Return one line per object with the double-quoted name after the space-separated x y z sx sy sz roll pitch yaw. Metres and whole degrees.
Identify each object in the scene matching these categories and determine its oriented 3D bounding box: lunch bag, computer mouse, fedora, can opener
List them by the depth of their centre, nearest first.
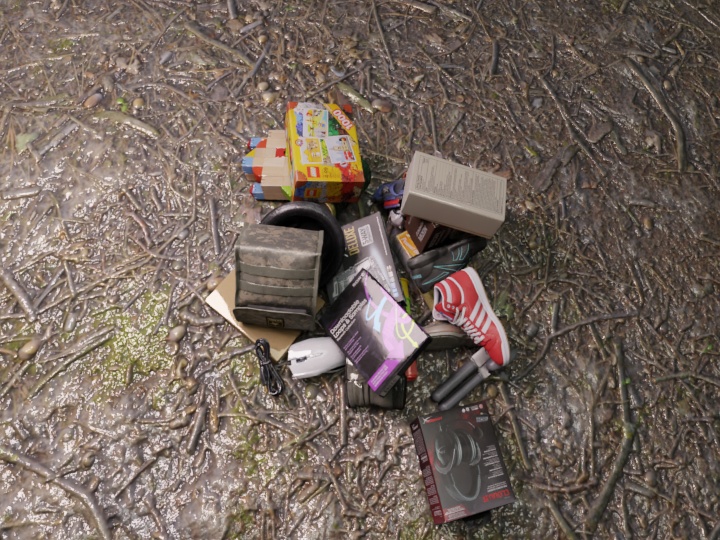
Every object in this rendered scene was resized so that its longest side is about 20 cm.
-0.156 0.029 0.993 0.157 0.207 0.119 6 30 -4 "lunch bag"
-0.104 0.169 1.025 0.193 0.044 0.114 -11 76 -21 "computer mouse"
0.228 0.209 1.060 0.197 0.066 0.054 -35 88 -13 "can opener"
-0.123 -0.056 1.069 0.192 0.208 0.092 12 22 -3 "fedora"

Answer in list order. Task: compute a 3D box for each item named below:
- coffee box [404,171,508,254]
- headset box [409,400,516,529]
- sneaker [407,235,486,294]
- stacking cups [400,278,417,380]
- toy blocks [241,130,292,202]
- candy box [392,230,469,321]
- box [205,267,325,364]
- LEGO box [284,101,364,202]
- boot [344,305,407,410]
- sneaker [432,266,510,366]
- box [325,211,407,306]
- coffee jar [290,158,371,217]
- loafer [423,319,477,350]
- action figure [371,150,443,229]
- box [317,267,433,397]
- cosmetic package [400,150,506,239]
0.205 -0.124 1.130 0.194 0.115 0.082 -21 68 -20 "coffee box"
0.190 0.367 0.980 0.143 0.078 0.207 -8 65 -13 "headset box"
0.189 -0.017 1.109 0.194 0.075 0.082 -21 92 -19 "sneaker"
0.083 0.124 1.091 0.058 0.061 0.208 -1 70 -10 "stacking cups"
-0.207 -0.242 1.195 0.131 0.101 0.207 1 64 4 "toy blocks"
0.169 -0.007 1.160 0.113 0.056 0.204 -24 70 -20 "candy box"
-0.195 0.067 1.083 0.198 0.021 0.164 38 65 8 "box"
-0.080 -0.249 1.109 0.143 0.078 0.207 -2 63 -16 "LEGO box"
0.030 0.167 1.022 0.125 0.068 0.209 3 76 13 "boot"
0.211 0.104 1.031 0.109 0.072 0.206 -17 73 -18 "sneaker"
0.000 0.000 1.099 0.152 0.050 0.207 -18 67 11 "box"
-0.066 -0.175 1.171 0.102 0.087 0.201 29 59 18 "coffee jar"
0.196 0.124 1.099 0.192 0.073 0.065 1 56 -20 "loafer"
0.130 -0.177 1.193 0.105 0.197 0.196 46 69 -30 "action figure"
0.023 0.113 0.997 0.144 0.036 0.200 -48 59 4 "box"
0.184 -0.147 1.030 0.192 0.074 0.107 16 62 -3 "cosmetic package"
